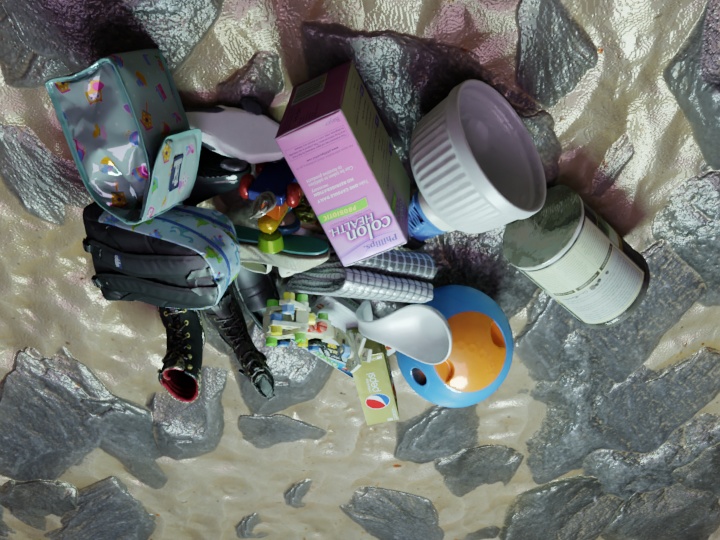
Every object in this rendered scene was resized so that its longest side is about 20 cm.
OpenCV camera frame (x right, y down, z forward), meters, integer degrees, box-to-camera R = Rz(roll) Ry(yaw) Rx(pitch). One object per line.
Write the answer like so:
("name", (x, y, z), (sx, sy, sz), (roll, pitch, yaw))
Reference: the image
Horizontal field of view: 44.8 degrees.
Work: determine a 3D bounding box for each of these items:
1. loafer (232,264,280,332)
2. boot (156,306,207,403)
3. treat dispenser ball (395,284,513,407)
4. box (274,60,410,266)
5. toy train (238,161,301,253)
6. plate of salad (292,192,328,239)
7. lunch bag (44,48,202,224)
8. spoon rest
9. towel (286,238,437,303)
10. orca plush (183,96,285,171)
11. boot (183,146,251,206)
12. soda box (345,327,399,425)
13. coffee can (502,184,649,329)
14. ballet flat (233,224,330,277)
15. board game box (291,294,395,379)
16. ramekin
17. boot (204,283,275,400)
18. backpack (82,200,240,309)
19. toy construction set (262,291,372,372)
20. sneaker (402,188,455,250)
("loafer", (-0.166, 0.033, 1.429), (0.067, 0.071, 0.202), (-24, 136, -7))
("boot", (-0.301, 0.107, 1.442), (0.072, 0.152, 0.202), (-6, 136, 1))
("treat dispenser ball", (0.156, 0.126, 1.462), (0.197, 0.203, 0.203), (-2, 136, -2))
("box", (-0.017, -0.144, 1.163), (0.096, 0.177, 0.201), (-21, 119, 17))
("toy train", (-0.126, -0.073, 1.210), (0.083, 0.201, 0.117), (10, 124, 8))
("plate of salad", (-0.036, -0.108, 1.321), (0.197, 0.048, 0.202), (-2, 135, -2))
("lunch bag", (-0.283, -0.167, 1.106), (0.120, 0.171, 0.203), (-18, 102, 14))
("spoon rest", (0.063, 0.091, 1.368), (0.198, 0.060, 0.101), (11, 119, 45))
("towel", (0.000, 0.000, 1.343), (0.163, 0.087, 0.199), (7, 177, -30))
("orca plush", (-0.190, -0.179, 1.223), (0.197, 0.107, 0.071), (-4, 167, -4))
("boot", (-0.244, -0.094, 1.295), (0.197, 0.077, 0.170), (-2, 132, 7))
("soda box", (0.023, 0.188, 1.559), (0.063, 0.068, 0.202), (-10, 135, 5))
("coffee can", (0.338, -0.019, 1.368), (0.146, 0.148, 0.199), (-35, 128, 28))
("ballet flat", (-0.125, -0.023, 1.303), (0.198, 0.067, 0.063), (13, 121, 29))
("board game box", (-0.036, 0.111, 1.550), (0.126, 0.035, 0.199), (-35, 128, 26))
("ramekin", (0.155, -0.147, 1.196), (0.104, 0.202, 0.199), (-28, 132, 35))
("boot", (-0.197, 0.107, 1.425), (0.069, 0.175, 0.201), (-31, 143, -7))
("backpack", (-0.268, -0.022, 1.228), (0.198, 0.154, 0.165), (16, 129, 29))
("toy construction set", (-0.076, 0.095, 1.404), (0.199, 0.093, 0.130), (28, 150, -30))
("sneaker", (0.083, -0.074, 1.283), (0.110, 0.200, 0.078), (-24, 89, 15))
